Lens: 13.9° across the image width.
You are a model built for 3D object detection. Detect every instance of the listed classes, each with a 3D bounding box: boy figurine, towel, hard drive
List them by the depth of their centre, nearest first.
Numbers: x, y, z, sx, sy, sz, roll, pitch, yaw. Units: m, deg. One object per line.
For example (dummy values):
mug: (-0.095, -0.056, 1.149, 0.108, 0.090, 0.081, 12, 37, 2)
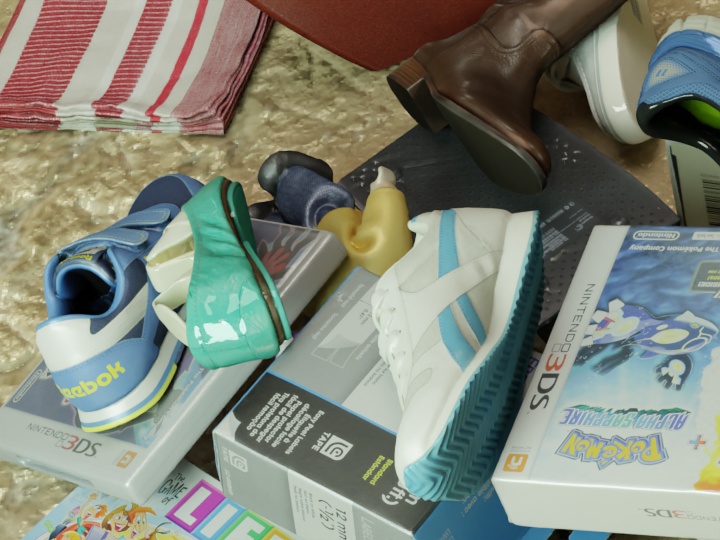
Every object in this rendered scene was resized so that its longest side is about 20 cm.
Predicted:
boy figurine: (0.000, 0.000, 1.778, 0.064, 0.125, 0.200, 8, 24, -41)
hard drive: (0.092, -0.032, 1.819, 0.135, 0.042, 0.200, -36, 46, -17)
towel: (-0.164, -0.153, 2.038, 0.199, 0.023, 0.145, 2, 47, 21)

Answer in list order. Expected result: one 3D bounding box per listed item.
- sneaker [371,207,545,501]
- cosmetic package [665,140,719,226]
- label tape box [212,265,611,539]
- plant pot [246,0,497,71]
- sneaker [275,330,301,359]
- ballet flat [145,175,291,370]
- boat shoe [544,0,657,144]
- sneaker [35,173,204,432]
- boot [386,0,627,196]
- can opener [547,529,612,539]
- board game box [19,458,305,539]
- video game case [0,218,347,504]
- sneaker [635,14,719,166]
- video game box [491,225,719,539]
sneaker: (0.043, 0.045, 1.563, 0.080, 0.077, 0.201, 4, 41, 15)
cosmetic package: (0.255, -0.110, 1.798, 0.071, 0.106, 0.201, 9, 49, 24)
label tape box: (0.041, 0.098, 1.600, 0.199, 0.066, 0.143, 24, 54, 27)
plant pot: (0.019, -0.252, 1.942, 0.199, 0.176, 0.201, -22, 40, 24)
sneaker: (0.017, 0.105, 1.692, 0.088, 0.081, 0.200, -24, 49, -13)
ballet flat: (-0.088, 0.000, 1.678, 0.070, 0.068, 0.200, -17, 23, -3)
boat shoe: (0.148, -0.149, 1.902, 0.068, 0.072, 0.201, -25, 46, 20)
sneaker: (-0.137, 0.001, 1.743, 0.074, 0.082, 0.201, -23, 32, 30)
boot: (0.130, -0.147, 1.818, 0.200, 0.064, 0.186, -38, 37, -8)
can opener: (0.139, 0.149, 1.634, 0.067, 0.053, 0.200, 34, 59, 3)
board game box: (-0.105, 0.185, 1.678, 0.199, 0.034, 0.134, 28, 60, 37)
video game case: (-0.122, 0.046, 1.770, 0.200, 0.023, 0.182, -51, 31, -20)
sneaker: (0.246, -0.071, 1.652, 0.199, 0.079, 0.089, 18, 55, 23)
video game box: (0.187, 0.056, 1.533, 0.199, 0.047, 0.183, 1, 51, 30)
